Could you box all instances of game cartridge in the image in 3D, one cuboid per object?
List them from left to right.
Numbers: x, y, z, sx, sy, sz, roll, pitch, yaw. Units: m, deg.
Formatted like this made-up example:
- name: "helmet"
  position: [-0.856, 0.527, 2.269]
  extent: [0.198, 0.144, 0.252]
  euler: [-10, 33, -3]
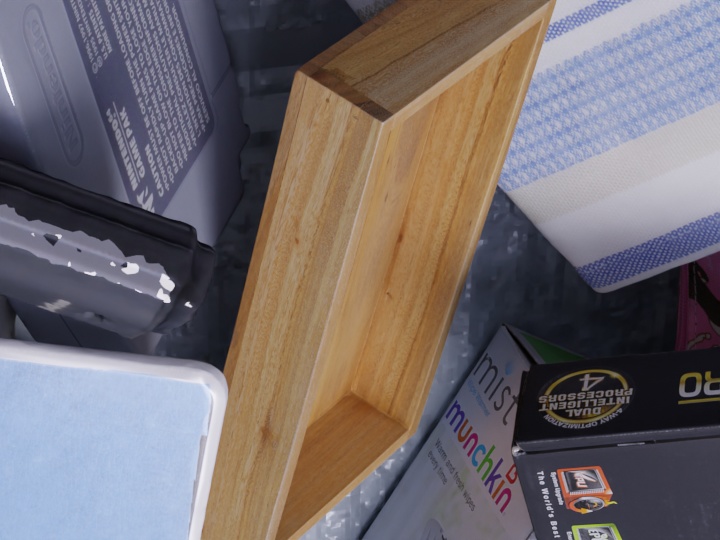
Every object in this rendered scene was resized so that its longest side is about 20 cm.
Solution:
- name: "game cartridge"
  position: [-0.088, -0.077, 0.719]
  extent: [0.041, 0.133, 0.200]
  euler: [-3, 124, 18]

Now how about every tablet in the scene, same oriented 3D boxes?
- name: "tablet"
  position: [-0.146, 0.074, 0.701]
  extent: [0.199, 0.014, 0.130]
  euler: [8, 111, -10]

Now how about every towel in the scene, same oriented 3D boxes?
- name: "towel"
  position: [0.077, -0.084, 0.777]
  extent: [0.147, 0.024, 0.200]
  euler: [-25, 117, 37]

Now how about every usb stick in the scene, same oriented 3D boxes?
- name: "usb stick"
  position: [-0.137, -0.025, 0.644]
  extent: [0.200, 0.055, 0.033]
  euler: [19, 68, -18]

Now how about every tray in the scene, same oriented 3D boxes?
- name: "tray"
  position: [0.000, 0.000, 0.789]
  extent: [0.099, 0.037, 0.200]
  euler: [-38, 153, -43]

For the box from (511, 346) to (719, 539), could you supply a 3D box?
- name: "box"
  position: [0.149, 0.113, 0.809]
  extent: [0.161, 0.049, 0.200]
  euler: [-6, 124, 15]

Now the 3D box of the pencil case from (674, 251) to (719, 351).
- name: "pencil case"
  position: [0.153, -0.029, 0.861]
  extent: [0.086, 0.083, 0.200]
  euler: [-29, 130, -38]

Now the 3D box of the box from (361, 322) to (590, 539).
- name: "box"
  position: [0.102, 0.142, 0.930]
  extent: [0.200, 0.097, 0.177]
  euler: [22, 109, -28]

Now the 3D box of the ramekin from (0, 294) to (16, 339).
- name: "ramekin"
  position: [-0.199, 0.005, 0.739]
  extent: [0.200, 0.105, 0.201]
  euler: [-9, 122, -15]
